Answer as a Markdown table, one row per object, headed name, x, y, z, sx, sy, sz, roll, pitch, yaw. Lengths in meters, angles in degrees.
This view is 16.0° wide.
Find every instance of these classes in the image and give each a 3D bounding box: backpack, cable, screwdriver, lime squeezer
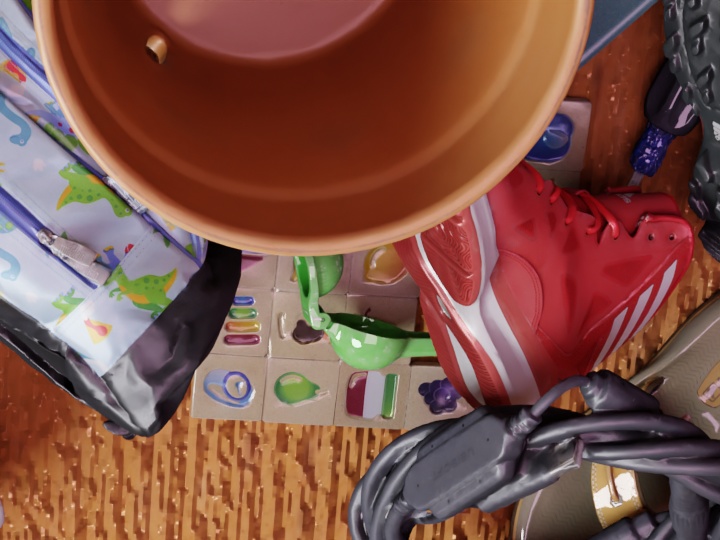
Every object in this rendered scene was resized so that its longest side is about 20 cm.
| name | x | y | z | sx | sy | sz | roll | pitch | yaw |
| --- | --- | --- | --- | --- | --- | --- | --- | --- | --- |
| backpack | -0.141 | -0.043 | 1.060 | 0.200 | 0.163 | 0.154 | 29 | 98 | -9 |
| cable | 0.088 | 0.105 | 1.127 | 0.163 | 0.051 | 0.200 | 15 | 144 | -27 |
| screwdriver | 0.119 | -0.029 | 1.149 | 0.028 | 0.029 | 0.200 | 21 | 104 | -14 |
| lime squeezer | 0.000 | 0.000 | 1.137 | 0.071 | 0.038 | 0.200 | -41 | 107 | 17 |

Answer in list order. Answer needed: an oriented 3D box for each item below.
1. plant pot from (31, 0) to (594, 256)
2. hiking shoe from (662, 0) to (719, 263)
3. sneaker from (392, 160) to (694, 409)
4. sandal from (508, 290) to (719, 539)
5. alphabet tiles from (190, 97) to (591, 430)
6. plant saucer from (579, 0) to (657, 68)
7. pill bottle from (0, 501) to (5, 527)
| name | x | y | z | sx | sy | sz | roll | pitch | yaw |
| --- | --- | --- | --- | --- | --- | --- | --- | --- | --- |
| plant pot | -0.026 | -0.121 | 0.951 | 0.200 | 0.140 | 0.200 | -3 | 110 | -9 |
| hiking shoe | 0.181 | -0.093 | 1.098 | 0.087 | 0.074 | 0.200 | -38 | 139 | -35 |
| sneaker | 0.074 | -0.030 | 1.087 | 0.116 | 0.078 | 0.200 | -34 | 141 | -16 |
| sandal | 0.142 | 0.089 | 1.188 | 0.080 | 0.054 | 0.200 | 36 | 104 | -18 |
| alphabet tiles | 0.014 | -0.020 | 1.156 | 0.167 | 0.008 | 0.200 | 4 | 111 | -7 |
| plant saucer | 0.125 | -0.149 | 1.070 | 0.200 | 0.019 | 0.070 | -41 | 131 | -6 |
| pill bottle | -0.256 | 0.137 | 1.101 | 0.200 | 0.112 | 0.112 | -38 | 114 | -22 |
